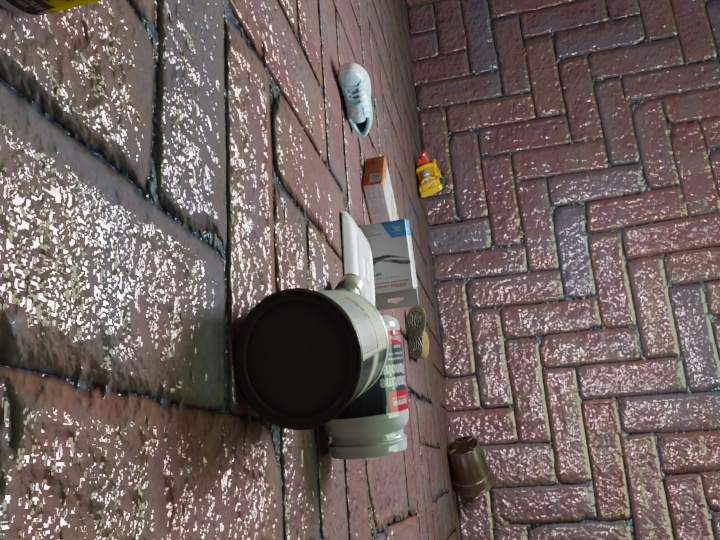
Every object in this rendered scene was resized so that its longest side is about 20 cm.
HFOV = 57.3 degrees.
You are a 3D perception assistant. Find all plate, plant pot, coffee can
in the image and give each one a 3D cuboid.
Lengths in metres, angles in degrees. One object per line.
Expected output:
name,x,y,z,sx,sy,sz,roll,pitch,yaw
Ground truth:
plate,0.000,0.000,1.405,0.200,0.031,0.205,54,30,-69
plant pot,0.488,0.880,2.989,0.201,0.195,0.203,-60,132,-72
coffee can,-0.049,0.097,0.796,0.200,0.142,0.151,7,75,-78

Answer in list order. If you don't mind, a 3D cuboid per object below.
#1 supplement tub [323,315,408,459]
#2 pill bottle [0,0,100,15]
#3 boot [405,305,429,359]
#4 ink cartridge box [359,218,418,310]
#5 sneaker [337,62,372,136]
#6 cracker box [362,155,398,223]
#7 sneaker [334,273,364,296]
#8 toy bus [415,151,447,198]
supplement tub,0.003,0.179,1.029,0.140,0.136,0.206,24,59,-77
pill bottle,-0.141,-0.230,0.397,0.109,0.194,0.113,-8,90,-78
boot,0.194,0.210,2.202,0.200,0.064,0.181,21,74,-77
ink cartridge box,0.069,-0.010,1.548,0.068,0.113,0.206,-8,90,-78
sneaker,-0.004,-0.390,1.527,0.201,0.072,0.084,61,21,-61
cracker box,0.056,-0.178,1.739,0.136,0.056,0.204,-83,162,-51
sneaker,-0.016,0.116,1.182,0.090,0.065,0.206,-49,132,-65
toy bus,0.321,-0.463,3.145,0.196,0.133,0.201,66,18,-16
